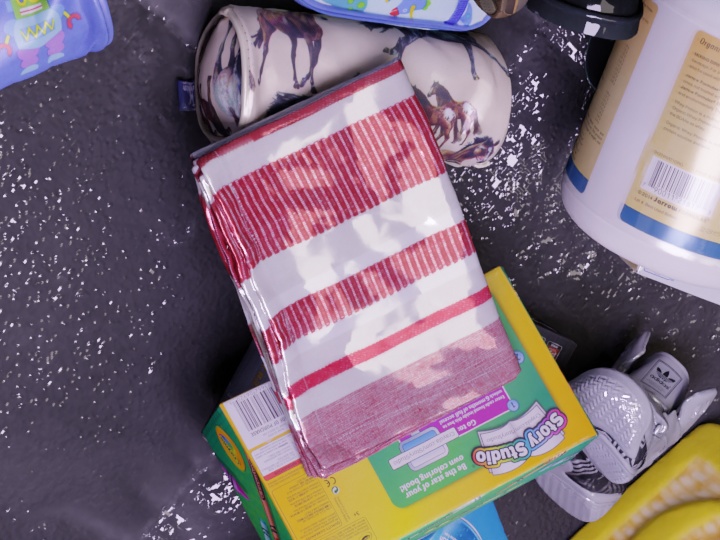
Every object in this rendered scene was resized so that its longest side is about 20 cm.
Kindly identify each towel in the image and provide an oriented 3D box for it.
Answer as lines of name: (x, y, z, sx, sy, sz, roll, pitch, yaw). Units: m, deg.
towel: (0.000, 0.000, 1.350, 0.144, 0.023, 0.200, -27, 106, -21)

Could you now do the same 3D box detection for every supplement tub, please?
supplement tub: (0.214, -0.105, 1.412, 0.144, 0.145, 0.200, 6, 116, -33)

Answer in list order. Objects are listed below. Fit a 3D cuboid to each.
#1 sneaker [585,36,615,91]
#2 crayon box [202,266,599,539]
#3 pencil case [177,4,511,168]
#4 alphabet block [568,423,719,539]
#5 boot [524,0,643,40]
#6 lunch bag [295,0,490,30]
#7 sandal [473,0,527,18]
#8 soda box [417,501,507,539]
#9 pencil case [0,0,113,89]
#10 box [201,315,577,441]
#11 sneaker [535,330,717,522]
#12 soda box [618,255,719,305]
sneaker: (0.233, -0.189, 1.517, 0.140, 0.078, 0.200, 9, 115, -36)
crayon box: (0.024, 0.095, 1.413, 0.200, 0.058, 0.119, -25, 79, -20)
pencil case: (-0.003, -0.102, 1.399, 0.200, 0.078, 0.090, 2, 113, -32)
alphabet block: (0.261, 0.260, 1.646, 0.195, 0.196, 0.200, -40, 125, -13)
boot: (0.143, -0.235, 1.370, 0.073, 0.198, 0.163, 15, 115, -4)
lunch bag: (0.029, -0.239, 1.360, 0.160, 0.082, 0.200, 8, 107, -37)
sandal: (0.097, -0.231, 1.301, 0.054, 0.082, 0.200, -5, 118, -20)
soda box: (0.004, 0.203, 1.438, 0.200, 0.068, 0.064, -48, 131, -34)
pencil case: (-0.228, -0.124, 1.248, 0.200, 0.078, 0.087, -23, 124, -22)
box: (0.021, 0.074, 1.507, 0.200, 0.048, 0.159, 26, 95, -37)
sneaker: (0.173, 0.084, 1.554, 0.115, 0.075, 0.200, -45, 167, -19)
soda box: (0.258, -0.007, 1.588, 0.200, 0.068, 0.064, 21, 104, -27)
